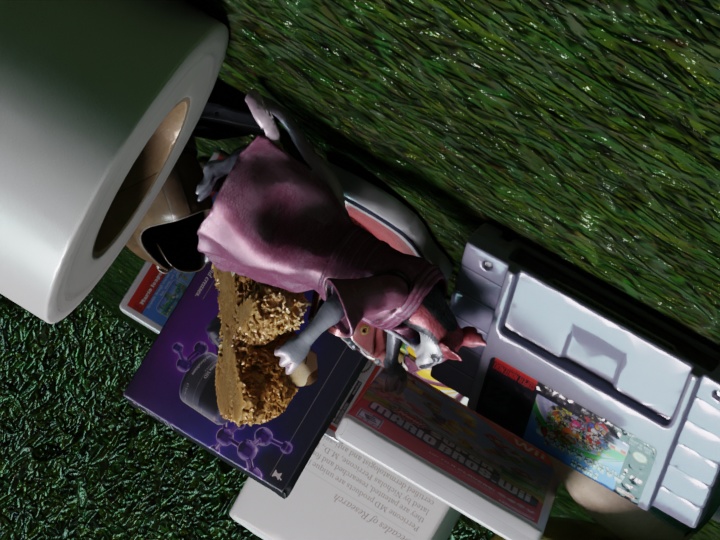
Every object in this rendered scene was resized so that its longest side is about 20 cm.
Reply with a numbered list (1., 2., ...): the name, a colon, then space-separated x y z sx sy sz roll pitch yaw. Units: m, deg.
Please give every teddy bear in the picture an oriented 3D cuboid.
1. teddy bear: -0.062 0.005 1.733 0.066 0.202 0.145 -2 169 -19

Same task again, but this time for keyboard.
1. keyboard: -0.121 -0.118 1.740 0.103 0.040 0.200 9 178 -15

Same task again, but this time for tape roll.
1. tape roll: -0.184 -0.089 1.466 0.139 0.203 0.203 31 173 4

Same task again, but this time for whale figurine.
1. whale figurine: 0.170 0.090 1.698 0.200 0.104 0.159 54 -164 23

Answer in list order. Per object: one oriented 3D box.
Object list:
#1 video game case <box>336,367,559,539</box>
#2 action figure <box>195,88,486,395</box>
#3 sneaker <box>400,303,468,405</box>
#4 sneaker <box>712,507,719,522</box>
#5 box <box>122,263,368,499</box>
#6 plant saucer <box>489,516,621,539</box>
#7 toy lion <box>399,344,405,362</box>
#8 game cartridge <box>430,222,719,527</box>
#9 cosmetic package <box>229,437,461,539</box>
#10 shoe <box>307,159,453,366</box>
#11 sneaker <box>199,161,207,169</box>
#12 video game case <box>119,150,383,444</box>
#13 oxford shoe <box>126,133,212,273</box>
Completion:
1. video game case: 0.063 0.119 1.664 0.142 0.018 0.200 30 -169 4
2. action figure: -0.004 -0.005 1.589 0.199 0.150 0.134 26 -175 17
3. sneaker: 0.058 0.063 1.851 0.090 0.075 0.200 29 150 -26
4. sneaker: 0.206 0.131 1.865 0.108 0.067 0.201 35 169 -16
5. box: -0.063 0.045 1.867 0.141 0.201 0.079 30 173 2
6. plant saucer: 0.178 0.198 1.684 0.198 0.031 0.200 13 -177 -1
7. toy lion: 0.102 0.076 1.985 0.199 0.069 0.192 32 166 3
8. game cartridge: 0.141 0.069 1.574 0.199 0.038 0.130 29 132 16
9. cosmetic package: 0.017 0.160 2.188 0.166 0.201 0.167 30 -173 9
10. shoe: 0.000 0.000 1.732 0.071 0.091 0.200 28 172 26
11. sneaker: -0.109 -0.047 2.054 0.075 0.071 0.200 14 -179 -16
12. video game case: -0.062 0.020 1.919 0.199 0.144 0.017 31 171 5
13. oxford shoe: -0.136 -0.030 1.741 0.200 0.072 0.085 100 152 -75
